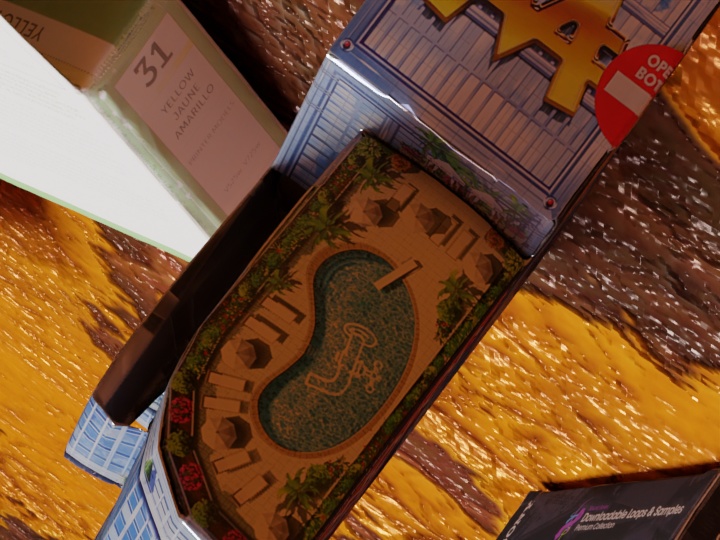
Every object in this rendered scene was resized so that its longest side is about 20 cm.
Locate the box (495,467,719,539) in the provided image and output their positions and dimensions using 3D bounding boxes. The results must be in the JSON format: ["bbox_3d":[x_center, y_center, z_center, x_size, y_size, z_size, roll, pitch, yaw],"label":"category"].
[{"bbox_3d":[0.142,0.141,0.797,0.200,0.036,0.143,44,161,-8],"label":"box"}]

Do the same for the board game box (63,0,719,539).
[{"bbox_3d":[0.000,0.000,0.563,0.062,0.200,0.200,37,147,4],"label":"board game box"}]

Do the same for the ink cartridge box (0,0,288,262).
[{"bbox_3d":[-0.113,-0.082,0.726,0.145,0.048,0.200,24,161,41],"label":"ink cartridge box"}]
